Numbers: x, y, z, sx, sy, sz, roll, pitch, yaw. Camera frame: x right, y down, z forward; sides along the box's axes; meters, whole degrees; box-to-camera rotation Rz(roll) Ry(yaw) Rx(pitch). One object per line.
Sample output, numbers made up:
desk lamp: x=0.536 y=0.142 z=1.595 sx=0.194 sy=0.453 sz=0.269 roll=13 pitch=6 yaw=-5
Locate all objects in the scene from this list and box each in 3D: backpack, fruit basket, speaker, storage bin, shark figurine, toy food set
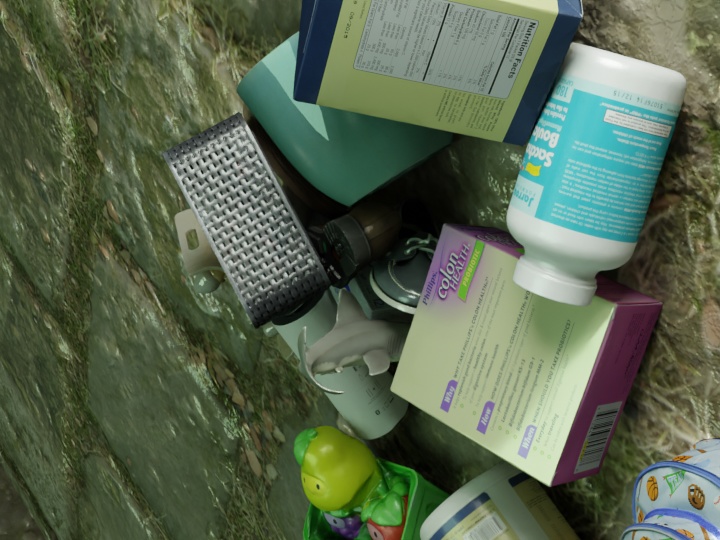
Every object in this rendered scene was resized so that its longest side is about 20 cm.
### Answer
backpack: x=0.311 y=0.246 z=0.965 sx=0.200 sy=0.153 sz=0.192 roll=-16 pitch=85 yaw=60
fruit basket: x=-0.009 y=0.283 z=1.398 sx=0.215 sy=0.214 sz=0.157 roll=6 pitch=78 yaw=54
speaker: x=-0.024 y=0.109 z=1.360 sx=0.081 sy=0.081 sz=0.201 roll=6 pitch=138 yaw=54
storage bin: x=-0.118 y=-0.049 z=1.182 sx=0.201 sy=0.093 sz=0.135 roll=63 pitch=175 yaw=1
shark figurine: x=-0.019 y=0.066 z=1.153 sx=0.127 sy=0.214 sz=0.090 roll=-2 pitch=95 yaw=41
toy food set: x=-0.165 y=0.020 z=1.483 sx=0.200 sy=0.060 sz=0.144 roll=47 pitch=-169 yaw=-36

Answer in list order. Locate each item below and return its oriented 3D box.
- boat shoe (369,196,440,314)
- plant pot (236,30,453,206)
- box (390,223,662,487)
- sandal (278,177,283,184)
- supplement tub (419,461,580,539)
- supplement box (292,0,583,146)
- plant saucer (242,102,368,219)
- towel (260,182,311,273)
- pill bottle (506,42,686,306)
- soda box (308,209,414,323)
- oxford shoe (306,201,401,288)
boat shoe: x=0.053 y=-0.018 z=1.183 sx=0.200 sy=0.072 sz=0.062 roll=-89 pitch=16 yaw=-65
plant pot: x=0.000 y=-0.163 z=1.134 sx=0.162 sy=0.200 sz=0.200 roll=59 pitch=147 yaw=-1
box: x=0.152 y=0.074 z=1.061 sx=0.199 sy=0.096 sz=0.177 roll=27 pitch=107 yaw=36
sandal: x=-0.102 y=-0.113 z=1.435 sx=0.077 sy=0.070 sz=0.213 roll=26 pitch=111 yaw=18
supplement tub: x=0.172 y=0.323 z=1.206 sx=0.201 sy=0.144 sz=0.145 roll=54 pitch=145 yaw=21
supplement box: x=0.058 y=-0.233 z=0.924 sx=0.135 sy=0.198 sz=0.201 roll=110 pitch=167 yaw=-47
plant saucer: x=-0.064 y=-0.131 z=1.257 sx=0.029 sy=0.200 sz=0.201 roll=-38 pitch=73 yaw=17
towel: x=-0.087 y=-0.031 z=1.357 sx=0.034 sy=0.134 sz=0.200 roll=16 pitch=166 yaw=5
pill bottle: x=0.186 y=-0.077 z=0.924 sx=0.110 sy=0.110 sz=0.202 roll=27 pitch=107 yaw=45
soda box: x=0.000 y=0.000 z=1.294 sx=0.201 sy=0.063 sz=0.069 roll=-119 pitch=30 yaw=-42
oxford shoe: x=-0.003 y=-0.030 z=1.181 sx=0.073 sy=0.084 sz=0.200 roll=62 pitch=163 yaw=-6
